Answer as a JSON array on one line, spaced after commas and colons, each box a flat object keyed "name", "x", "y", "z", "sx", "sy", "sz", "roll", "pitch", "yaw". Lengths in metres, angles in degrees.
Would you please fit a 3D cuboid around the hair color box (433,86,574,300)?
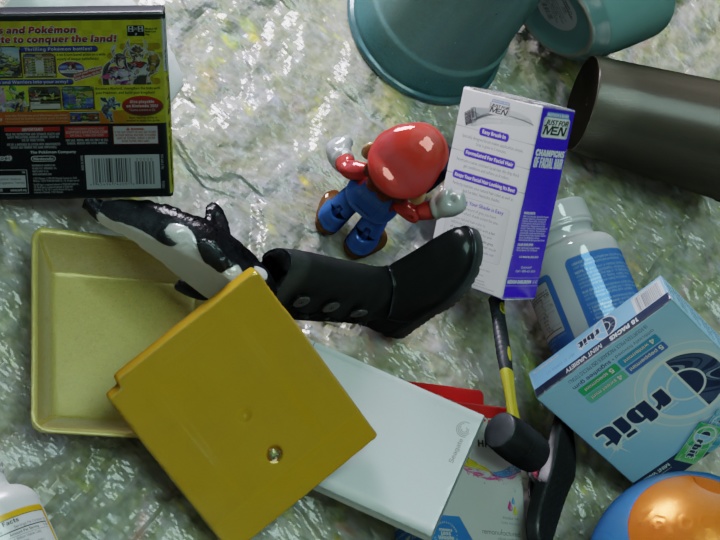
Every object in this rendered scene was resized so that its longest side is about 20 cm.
[{"name": "hair color box", "x": 0.144, "y": -0.080, "z": 1.655, "sx": 0.065, "sy": 0.109, "sz": 0.202, "roll": -1, "pitch": 106, "yaw": -46}]

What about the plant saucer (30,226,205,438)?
[{"name": "plant saucer", "x": -0.216, "y": 0.069, "z": 1.502, "sx": 0.199, "sy": 0.048, "sz": 0.201, "roll": 6, "pitch": 64, "yaw": -23}]

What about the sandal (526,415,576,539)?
[{"name": "sandal", "x": 0.181, "y": 0.210, "z": 1.611, "sx": 0.200, "sy": 0.045, "sz": 0.076, "roll": -61, "pitch": 141, "yaw": -52}]

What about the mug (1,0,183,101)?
[{"name": "mug", "x": -0.281, "y": -0.184, "z": 1.548, "sx": 0.175, "sy": 0.148, "sz": 0.200, "roll": 39, "pitch": 83, "yaw": -11}]

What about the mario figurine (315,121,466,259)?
[{"name": "mario figurine", "x": 0.034, "y": -0.092, "z": 1.613, "sx": 0.123, "sy": 0.200, "sz": 0.107, "roll": 10, "pitch": 63, "yaw": -22}]

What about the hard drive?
[{"name": "hard drive", "x": 0.002, "y": 0.158, "z": 1.529, "sx": 0.199, "sy": 0.027, "sz": 0.132, "roll": 23, "pitch": 66, "yaw": 9}]

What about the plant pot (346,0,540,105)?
[{"name": "plant pot", "x": 0.113, "y": -0.318, "z": 1.767, "sx": 0.199, "sy": 0.196, "sz": 0.202, "roll": 11, "pitch": 63, "yaw": -21}]

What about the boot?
[{"name": "boot", "x": 0.000, "y": 0.001, "z": 1.553, "sx": 0.199, "sy": 0.165, "sz": 0.066, "roll": 14, "pitch": 44, "yaw": -35}]

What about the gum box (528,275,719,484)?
[{"name": "gum box", "x": 0.298, "y": 0.121, "z": 1.626, "sx": 0.200, "sy": 0.170, "sz": 0.045, "roll": 41, "pitch": 21, "yaw": -30}]

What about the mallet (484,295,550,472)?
[{"name": "mallet", "x": 0.140, "y": 0.103, "z": 1.587, "sx": 0.066, "sy": 0.041, "sz": 0.201, "roll": 30, "pitch": 39, "yaw": -43}]

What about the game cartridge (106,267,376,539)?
[{"name": "game cartridge", "x": -0.108, "y": 0.127, "z": 1.454, "sx": 0.176, "sy": 0.032, "sz": 0.201, "roll": -37, "pitch": 106, "yaw": -7}]

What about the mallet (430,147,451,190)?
[{"name": "mallet", "x": 0.137, "y": -0.116, "z": 1.750, "sx": 0.199, "sy": 0.066, "sz": 0.041, "roll": -7, "pitch": 68, "yaw": -30}]

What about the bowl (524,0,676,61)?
[{"name": "bowl", "x": 0.253, "y": -0.322, "z": 1.847, "sx": 0.201, "sy": 0.201, "sz": 0.105, "roll": 46, "pitch": 65, "yaw": 0}]

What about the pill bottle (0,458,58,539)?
[{"name": "pill bottle", "x": -0.298, "y": 0.252, "z": 1.338, "sx": 0.104, "sy": 0.104, "sz": 0.201, "roll": -20, "pitch": 76, "yaw": -33}]

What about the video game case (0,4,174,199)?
[{"name": "video game case", "x": -0.275, "y": -0.154, "z": 1.480, "sx": 0.198, "sy": 0.182, "sz": 0.026, "roll": -1, "pitch": 26, "yaw": -3}]

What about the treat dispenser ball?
[{"name": "treat dispenser ball", "x": 0.321, "y": 0.298, "z": 1.569, "sx": 0.199, "sy": 0.201, "sz": 0.202, "roll": 11, "pitch": 62, "yaw": -21}]

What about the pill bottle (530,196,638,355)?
[{"name": "pill bottle", "x": 0.240, "y": 0.027, "z": 1.713, "sx": 0.112, "sy": 0.112, "sz": 0.201, "roll": -11, "pitch": 72, "yaw": -30}]

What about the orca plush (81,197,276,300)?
[{"name": "orca plush", "x": -0.158, "y": -0.031, "z": 1.495, "sx": 0.199, "sy": 0.106, "sz": 0.071, "roll": 23, "pitch": 59, "yaw": 14}]

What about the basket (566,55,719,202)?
[{"name": "basket", "x": 0.346, "y": -0.169, "z": 1.841, "sx": 0.198, "sy": 0.180, "sz": 0.137, "roll": 13, "pitch": 84, "yaw": -11}]

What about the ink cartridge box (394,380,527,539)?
[{"name": "ink cartridge box", "x": 0.095, "y": 0.196, "z": 1.584, "sx": 0.115, "sy": 0.067, "sz": 0.201, "roll": 8, "pitch": 62, "yaw": -23}]
